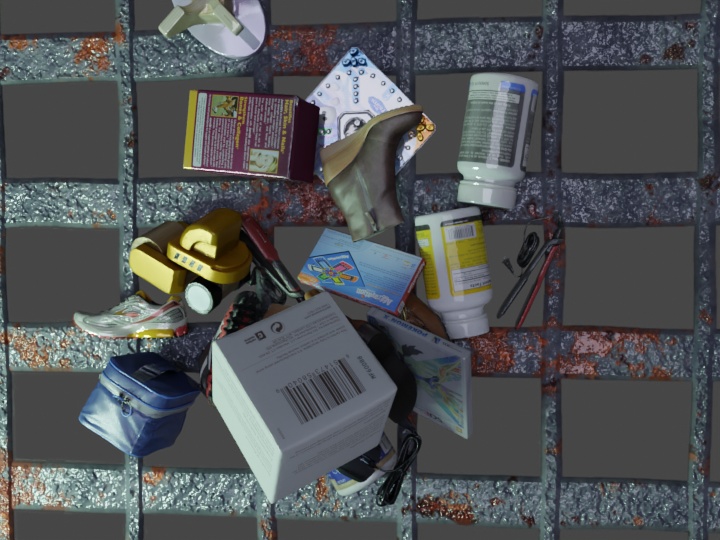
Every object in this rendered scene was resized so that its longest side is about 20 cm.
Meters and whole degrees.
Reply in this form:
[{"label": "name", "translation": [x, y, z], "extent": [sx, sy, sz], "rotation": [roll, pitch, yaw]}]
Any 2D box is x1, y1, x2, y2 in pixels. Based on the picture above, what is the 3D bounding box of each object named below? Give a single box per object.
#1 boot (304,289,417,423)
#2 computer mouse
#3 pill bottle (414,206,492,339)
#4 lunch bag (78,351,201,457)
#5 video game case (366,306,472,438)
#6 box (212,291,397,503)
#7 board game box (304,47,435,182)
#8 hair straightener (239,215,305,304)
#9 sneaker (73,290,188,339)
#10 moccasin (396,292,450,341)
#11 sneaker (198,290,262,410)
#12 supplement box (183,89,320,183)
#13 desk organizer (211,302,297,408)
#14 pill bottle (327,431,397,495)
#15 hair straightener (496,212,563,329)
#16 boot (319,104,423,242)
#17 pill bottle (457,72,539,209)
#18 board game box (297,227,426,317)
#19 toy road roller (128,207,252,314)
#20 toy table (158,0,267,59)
[{"label": "boot", "translation": [-0.006, 0.137, 1.347], "extent": [0.068, 0.199, 0.190], "rotation": [-42, 125, -15]}, {"label": "computer mouse", "translation": [0.006, 0.263, 1.328], "extent": [0.199, 0.046, 0.141], "rotation": [37, 75, -6]}, {"label": "pill bottle", "translation": [0.155, 0.004, 1.375], "extent": [0.109, 0.111, 0.204], "rotation": [-8, 92, 7]}, {"label": "lunch bag", "translation": [-0.359, 0.209, 1.399], "extent": [0.134, 0.200, 0.134], "rotation": [29, 93, 9]}, {"label": "video game case", "translation": [0.095, 0.164, 1.339], "extent": [0.180, 0.202, 0.022], "rotation": [23, 51, 29]}, {"label": "box", "translation": [-0.087, 0.181, 1.228], "extent": [0.197, 0.173, 0.201], "rotation": [-23, 59, -26]}, {"label": "board game box", "translation": [-0.008, -0.236, 1.423], "extent": [0.200, 0.026, 0.200], "rotation": [44, 96, 2]}, {"label": "hair straightener", "translation": [-0.156, 0.006, 1.447], "extent": [0.077, 0.041, 0.201], "rotation": [-37, 95, 32]}, {"label": "sneaker", "translation": [-0.396, 0.076, 1.465], "extent": [0.196, 0.078, 0.084], "rotation": [-1, 89, -3]}, {"label": "moccasin", "translation": [0.072, 0.077, 1.364], "extent": [0.077, 0.074, 0.202], "rotation": [-22, 59, -28]}, {"label": "sneaker", "translation": [-0.226, 0.129, 1.434], "extent": [0.070, 0.097, 0.204], "rotation": [20, 83, -35]}, {"label": "supplement box", "translation": [-0.178, -0.219, 1.386], "extent": [0.196, 0.103, 0.134], "rotation": [9, 94, 19]}, {"label": "desk organizer", "translation": [-0.153, 0.156, 1.384], "extent": [0.072, 0.076, 0.202], "rotation": [42, 69, -32]}, {"label": "pill bottle", "translation": [-0.035, 0.255, 1.405], "extent": [0.119, 0.120, 0.202], "rotation": [-31, 89, 7]}, {"label": "hair straightener", "translation": [0.273, -0.008, 1.396], "extent": [0.076, 0.041, 0.203], "rotation": [27, 96, 4]}, {"label": "boot", "translation": [0.040, -0.157, 1.369], "extent": [0.198, 0.072, 0.169], "rotation": [-26, 84, 18]}, {"label": "pill bottle", "translation": [0.216, -0.204, 1.355], "extent": [0.111, 0.114, 0.204], "rotation": [9, 94, 6]}, {"label": "board game box", "translation": [0.000, 0.000, 1.376], "extent": [0.197, 0.020, 0.104], "rotation": [19, 68, 32]}, {"label": "toy road roller", "translation": [-0.268, -0.041, 1.381], "extent": [0.197, 0.123, 0.148], "rotation": [26, 123, 15]}, {"label": "toy table", "translation": [-0.245, -0.446, 1.393], "extent": [0.198, 0.117, 0.185], "rotation": [34, 96, 4]}]
